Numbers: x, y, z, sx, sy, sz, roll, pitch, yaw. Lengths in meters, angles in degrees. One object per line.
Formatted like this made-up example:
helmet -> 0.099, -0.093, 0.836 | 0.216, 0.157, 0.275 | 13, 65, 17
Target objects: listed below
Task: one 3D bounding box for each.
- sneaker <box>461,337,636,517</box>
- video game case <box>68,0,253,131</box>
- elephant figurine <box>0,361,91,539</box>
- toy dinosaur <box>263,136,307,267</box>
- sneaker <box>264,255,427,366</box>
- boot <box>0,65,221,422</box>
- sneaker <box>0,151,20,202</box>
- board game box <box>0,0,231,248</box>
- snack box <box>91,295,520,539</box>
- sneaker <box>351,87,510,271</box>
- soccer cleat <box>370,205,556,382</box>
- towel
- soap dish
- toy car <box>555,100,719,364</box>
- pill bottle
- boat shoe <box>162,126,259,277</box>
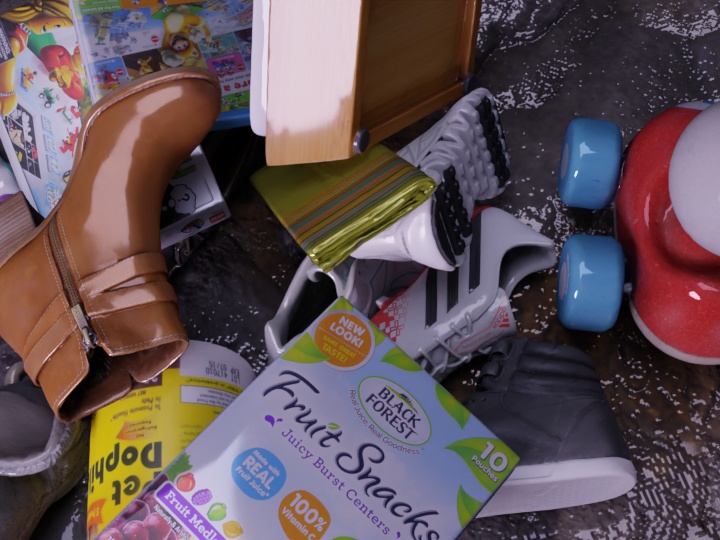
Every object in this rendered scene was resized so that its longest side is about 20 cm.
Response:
sneaker -> 0.069, 0.098, 0.718 | 0.196, 0.071, 0.101 | -4, 58, 0
video game case -> -0.132, -0.190, 0.789 | 0.141, 0.018, 0.203 | -11, 74, -20
elephant figurine -> -0.221, 0.124, 0.720 | 0.198, 0.141, 0.157 | -30, 86, -25
toy dinosaur -> -0.039, -0.092, 0.856 | 0.087, 0.048, 0.202 | -22, 56, 4
sneaker -> 0.000, 0.000, 0.777 | 0.069, 0.081, 0.202 | 21, 65, 22
boot -> -0.140, -0.019, 0.686 | 0.199, 0.077, 0.156 | -35, 57, -1
sneaker -> -0.311, -0.032, 0.844 | 0.140, 0.078, 0.200 | -41, 62, -15
board game box -> -0.186, -0.103, 0.791 | 0.125, 0.035, 0.202 | -25, 75, -5
snack box -> -0.028, 0.132, 0.619 | 0.142, 0.053, 0.200 | 41, 64, 12
sneaker -> 0.048, -0.066, 0.763 | 0.080, 0.076, 0.200 | -8, 24, 28
soccer cleat -> 0.056, 0.039, 0.751 | 0.084, 0.069, 0.201 | 21, 61, 33
towel -> -0.017, -0.055, 0.733 | 0.085, 0.018, 0.200 | -32, 23, -5
soap dish -> 0.013, -0.167, 0.749 | 0.080, 0.160, 0.199 | 21, 33, 26
toy car -> 0.227, -0.058, 0.687 | 0.181, 0.201, 0.180 | 7, 61, 0
pill bottle -> -0.112, 0.153, 0.689 | 0.107, 0.110, 0.203 | -8, 60, 4
boat shoe -> -0.135, -0.048, 0.822 | 0.064, 0.073, 0.203 | 8, 64, 32
